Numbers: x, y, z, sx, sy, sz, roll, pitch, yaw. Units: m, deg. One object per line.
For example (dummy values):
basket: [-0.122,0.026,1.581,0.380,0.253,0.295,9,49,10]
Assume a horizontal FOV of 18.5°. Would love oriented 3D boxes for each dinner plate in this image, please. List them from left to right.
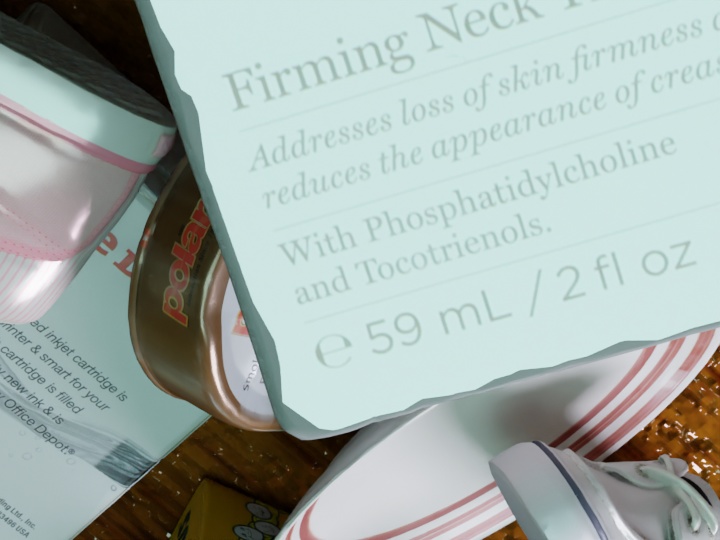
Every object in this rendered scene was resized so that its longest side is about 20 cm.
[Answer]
dinner plate: [0.046,0.061,0.811,0.200,0.200,0.024,-41,67,19]

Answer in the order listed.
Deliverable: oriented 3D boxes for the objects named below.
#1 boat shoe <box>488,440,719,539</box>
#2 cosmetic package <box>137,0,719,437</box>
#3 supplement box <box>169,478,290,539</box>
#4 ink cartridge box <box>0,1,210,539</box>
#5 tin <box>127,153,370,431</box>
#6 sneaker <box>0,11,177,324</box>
boat shoe: [0.106,0.102,0.831,0.066,0.072,0.200,-36,145,3]
cosmetic package: [0.035,-0.092,0.573,0.167,0.166,0.201,-16,103,9]
supplement box: [0.001,0.188,0.892,0.200,0.109,0.110,24,115,-11]
ink cartridge box: [-0.137,0.022,0.823,0.200,0.083,0.147,-40,110,18]
tin: [0.000,0.000,0.763,0.042,0.200,0.112,22,100,34]
sneaker: [-0.168,-0.053,0.706,0.200,0.075,0.105,30,104,-6]
